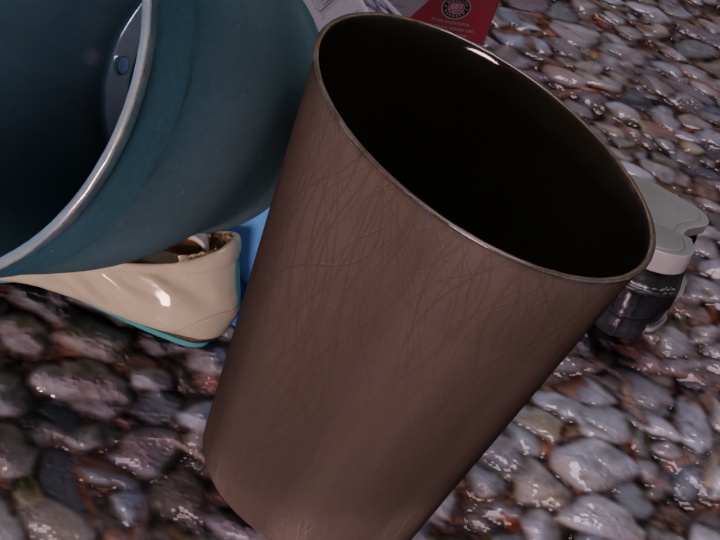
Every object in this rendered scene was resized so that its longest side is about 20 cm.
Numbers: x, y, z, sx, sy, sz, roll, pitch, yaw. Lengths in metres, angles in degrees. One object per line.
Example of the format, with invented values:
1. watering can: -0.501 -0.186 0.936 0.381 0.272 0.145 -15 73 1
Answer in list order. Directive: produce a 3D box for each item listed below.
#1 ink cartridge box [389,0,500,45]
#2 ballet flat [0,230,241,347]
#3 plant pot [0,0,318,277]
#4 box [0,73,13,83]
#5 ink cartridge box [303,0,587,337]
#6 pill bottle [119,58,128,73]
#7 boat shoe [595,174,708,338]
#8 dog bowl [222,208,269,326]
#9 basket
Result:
1. ink cartridge box: 0.047 -0.276 1.242 0.144 0.201 0.084 8 34 -22
2. ballet flat: -0.152 -0.021 0.867 0.199 0.070 0.070 16 32 -8
3. plant pot: -0.117 -0.091 0.754 0.200 0.201 0.188 38 15 25
4. box: -0.276 -0.137 0.834 0.200 0.050 0.198 46 27 23
5. ink cartridge box: 0.054 -0.078 0.998 0.200 0.043 0.198 41 14 -33
6. pill bottle: -0.122 -0.146 1.032 0.199 0.109 0.109 31 33 16
7. boat shoe: 0.163 -0.012 1.046 0.075 0.061 0.200 25 18 10
8. dog bowl: 0.000 0.000 0.888 0.200 0.112 0.050 33 23 19
9. basket: 0.015 0.021 0.766 0.135 0.201 0.180 -5 43 -38
